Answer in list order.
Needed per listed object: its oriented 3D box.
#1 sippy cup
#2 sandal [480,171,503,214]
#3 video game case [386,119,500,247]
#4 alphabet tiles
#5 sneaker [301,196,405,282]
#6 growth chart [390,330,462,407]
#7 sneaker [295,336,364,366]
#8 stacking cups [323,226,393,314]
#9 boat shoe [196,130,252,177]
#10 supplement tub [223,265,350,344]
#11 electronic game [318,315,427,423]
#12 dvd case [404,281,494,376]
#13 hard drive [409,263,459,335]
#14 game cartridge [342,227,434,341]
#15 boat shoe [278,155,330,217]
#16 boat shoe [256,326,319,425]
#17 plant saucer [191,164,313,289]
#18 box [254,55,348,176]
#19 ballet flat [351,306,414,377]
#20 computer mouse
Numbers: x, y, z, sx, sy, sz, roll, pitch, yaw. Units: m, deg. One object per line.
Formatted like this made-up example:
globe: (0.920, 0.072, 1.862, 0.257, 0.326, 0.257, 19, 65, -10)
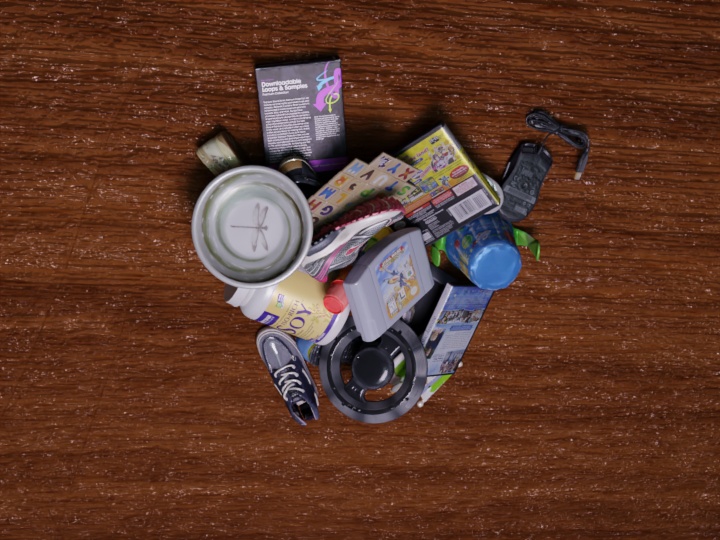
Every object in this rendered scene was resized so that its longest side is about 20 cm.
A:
sippy cup: (0.227, -0.034, 1.637, 0.177, 0.131, 0.140, -34, 117, 9)
sandal: (0.157, -0.158, 1.606, 0.201, 0.050, 0.083, 15, 124, -1)
video game case: (0.113, -0.139, 1.581, 0.199, 0.026, 0.181, -30, 113, 26)
alphabet tiles: (-0.002, -0.124, 1.529, 0.200, 0.006, 0.166, -38, 147, 26)
sneaker: (-0.011, -0.056, 1.523, 0.199, 0.081, 0.075, -29, 110, 13)
growth chart: (0.117, 0.189, 1.731, 0.145, 0.018, 0.200, -48, 144, -6)
sneaker: (-0.031, 0.143, 1.728, 0.199, 0.078, 0.066, 7, 111, -35)
stacking cups: (0.000, 0.000, 1.570, 0.060, 0.200, 0.061, 16, 136, 16)
boat shoe: (-0.200, -0.141, 1.546, 0.062, 0.073, 0.201, -29, 107, 12)
supplement tub: (-0.126, 0.033, 1.601, 0.199, 0.146, 0.146, 22, 111, -20)
electronic game: (0.022, 0.174, 1.628, 0.198, 0.042, 0.202, 0, 92, 12)
dvd case: (0.169, 0.111, 1.690, 0.142, 0.018, 0.201, 2, 118, -48)
hard drive: (0.111, 0.054, 1.711, 0.199, 0.042, 0.135, 31, 108, -23)
game cartridge: (0.052, 0.014, 1.559, 0.200, 0.041, 0.134, -40, 128, -39)
boat shoe: (-0.073, -0.117, 1.559, 0.074, 0.063, 0.200, -28, 139, 14)
boat shoe: (-0.132, 0.202, 1.716, 0.074, 0.093, 0.201, -28, 118, 5)
plant saucer: (-0.176, -0.070, 1.490, 0.198, 0.050, 0.202, 0, 91, 1)
box: (-0.097, -0.252, 1.522, 0.142, 0.036, 0.201, -7, 119, -7)
ballet flat: (0.050, 0.128, 1.679, 0.072, 0.072, 0.201, 18, 111, -18)
computer mouse: (0.326, -0.176, 1.632, 0.139, 0.046, 0.201, 16, 102, -13)
